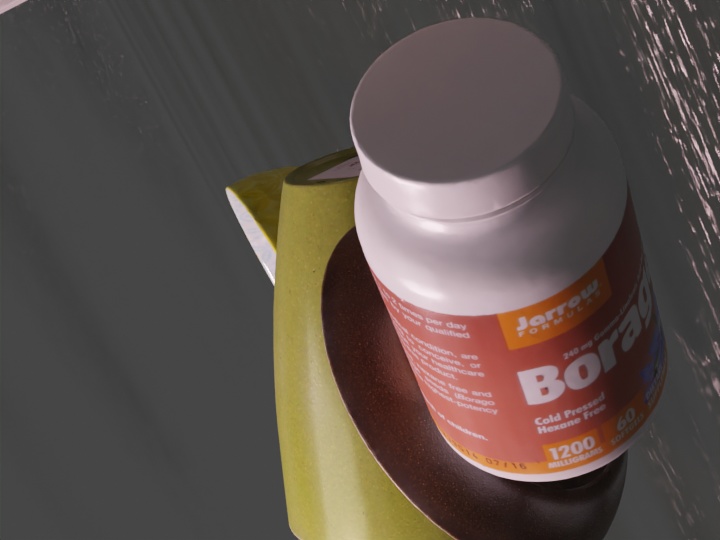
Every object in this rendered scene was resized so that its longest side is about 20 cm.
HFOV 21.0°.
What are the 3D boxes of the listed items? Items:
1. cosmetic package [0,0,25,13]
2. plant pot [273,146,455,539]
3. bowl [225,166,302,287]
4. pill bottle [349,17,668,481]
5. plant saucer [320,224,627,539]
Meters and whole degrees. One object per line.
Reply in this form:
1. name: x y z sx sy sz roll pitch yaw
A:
1. cosmetic package: -0.158 -0.243 1.005 0.165 0.165 0.200 61 -170 -11
2. plant pot: 0.026 0.031 1.115 0.187 0.187 0.201 -141 36 -73
3. bowl: 0.000 0.000 1.362 0.200 0.108 0.200 58 174 10
4. pill bottle: 0.061 -0.006 0.810 0.112 0.112 0.200 54 173 39
5. plant saucer: 0.067 0.050 0.963 0.200 0.032 0.201 29 -140 -29
